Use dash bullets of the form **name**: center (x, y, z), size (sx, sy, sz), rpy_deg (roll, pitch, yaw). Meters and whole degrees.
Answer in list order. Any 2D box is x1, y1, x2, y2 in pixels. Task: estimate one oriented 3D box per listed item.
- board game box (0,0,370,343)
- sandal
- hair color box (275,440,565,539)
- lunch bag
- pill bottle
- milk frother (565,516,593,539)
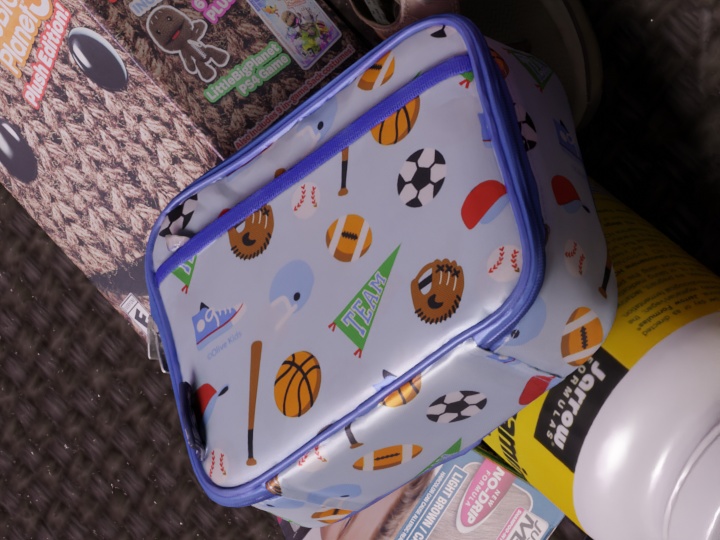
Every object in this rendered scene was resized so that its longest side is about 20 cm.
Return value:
- **board game box**: center (-0.099, -0.087, 1.321), size (0.200, 0.097, 0.159), rpy_deg (47, 146, 2)
- **sandal**: center (0.017, -0.124, 1.190), size (0.201, 0.057, 0.080), rpy_deg (44, 146, 7)
- **hair color box**: center (0.021, 0.102, 1.279), size (0.060, 0.100, 0.200), rpy_deg (31, -175, -14)
- **lunch bag**: center (0.000, 0.000, 1.145), size (0.200, 0.075, 0.161), rpy_deg (-33, 57, 29)
- **pill bottle**: center (0.104, 0.043, 1.166), size (0.200, 0.112, 0.113), rpy_deg (41, 149, 40)
- **milk frother**: center (0.107, 0.204, 1.363), size (0.180, 0.201, 0.188), rpy_deg (12, 153, 8)
